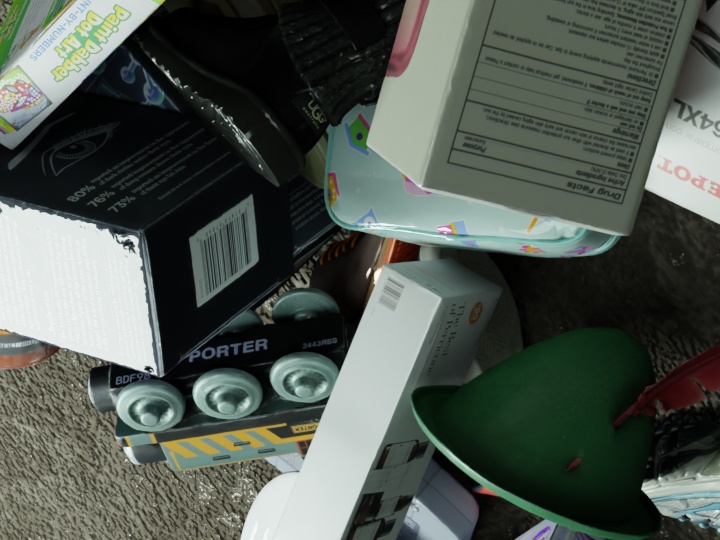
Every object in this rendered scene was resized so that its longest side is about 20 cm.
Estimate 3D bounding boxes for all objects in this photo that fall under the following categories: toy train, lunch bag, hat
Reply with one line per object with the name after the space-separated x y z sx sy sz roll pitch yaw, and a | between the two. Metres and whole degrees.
-0.078 0.082 1.324 0.199 0.085 0.114 -11 134 8 | toy train
0.080 -0.092 1.205 0.200 0.077 0.161 5 87 31 | lunch bag
0.151 0.045 1.176 0.166 0.200 0.176 38 108 35 | hat

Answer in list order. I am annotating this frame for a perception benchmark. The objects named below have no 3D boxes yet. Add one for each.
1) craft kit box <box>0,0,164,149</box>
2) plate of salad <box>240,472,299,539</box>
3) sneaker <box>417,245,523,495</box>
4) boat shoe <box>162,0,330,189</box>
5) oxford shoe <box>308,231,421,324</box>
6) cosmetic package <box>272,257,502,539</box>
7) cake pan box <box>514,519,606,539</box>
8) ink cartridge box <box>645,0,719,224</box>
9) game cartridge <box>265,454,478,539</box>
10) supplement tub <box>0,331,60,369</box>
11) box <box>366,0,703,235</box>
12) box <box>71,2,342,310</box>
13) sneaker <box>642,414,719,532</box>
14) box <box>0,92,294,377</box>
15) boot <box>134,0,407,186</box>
-0.157 -0.199 1.245 0.048 0.200 0.197 39 127 -23 | craft kit box
-0.048 0.249 1.452 0.200 0.048 0.201 7 99 55 | plate of salad
0.069 0.070 1.337 0.084 0.075 0.200 -13 106 39 | sneaker
-0.057 -0.148 1.289 0.200 0.068 0.075 54 155 5 | boat shoe
0.000 0.000 1.351 0.072 0.071 0.200 37 132 18 | oxford shoe
0.018 0.093 1.255 0.051 0.082 0.200 30 109 25 | cosmetic package
0.150 0.274 1.393 0.184 0.052 0.200 42 132 -8 | cake pan box
0.250 -0.114 1.091 0.146 0.084 0.200 27 128 21 | ink cartridge box
-0.003 0.141 1.425 0.200 0.041 0.133 36 159 13 | game cartridge
-0.270 -0.031 1.504 0.107 0.107 0.200 24 127 23 | supplement tub
0.098 -0.136 1.051 0.128 0.109 0.201 12 102 -20 | box
-0.113 -0.073 1.364 0.200 0.107 0.148 49 133 3 | box
0.231 0.142 1.261 0.200 0.078 0.086 -15 110 41 | sneaker
-0.166 -0.030 1.255 0.200 0.148 0.105 14 124 31 | box
-0.033 -0.140 1.178 0.079 0.158 0.211 53 172 -37 | boot
